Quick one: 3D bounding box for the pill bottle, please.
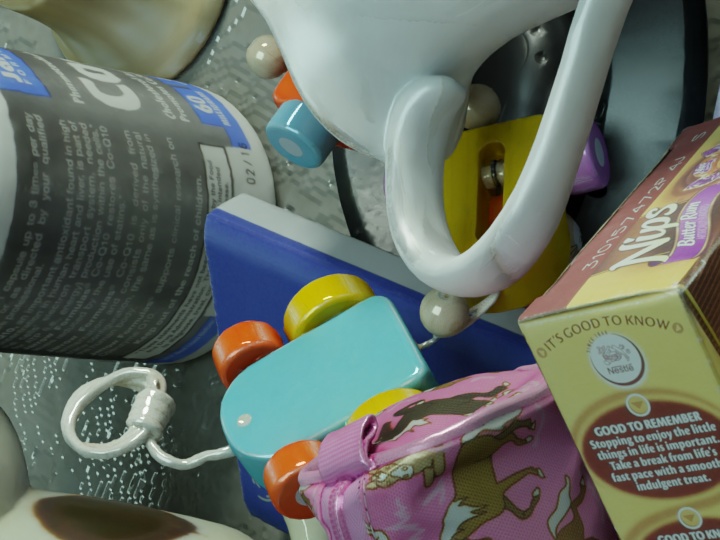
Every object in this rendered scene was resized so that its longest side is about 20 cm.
[{"bbox_3d":[-0.136,-0.026,0.947,0.114,0.200,0.114,-5,82,39],"label":"pill bottle"}]

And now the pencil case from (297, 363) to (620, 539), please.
[{"bbox_3d":[0.051,0.123,0.706,0.083,0.087,0.200,-19,95,12],"label":"pencil case"}]

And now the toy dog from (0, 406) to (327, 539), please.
[{"bbox_3d":[-0.124,0.116,0.902,0.200,0.140,0.194,37,117,0],"label":"toy dog"}]

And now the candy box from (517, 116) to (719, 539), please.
[{"bbox_3d":[0.127,0.066,0.712,0.056,0.117,0.200,-14,111,38],"label":"candy box"}]

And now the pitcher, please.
[{"bbox_3d":[0.054,-0.106,0.736,0.200,0.121,0.172,-48,51,33],"label":"pitcher"}]

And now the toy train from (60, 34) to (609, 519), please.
[{"bbox_3d":[0.000,0.000,0.818,0.150,0.056,0.200,11,57,36],"label":"toy train"}]

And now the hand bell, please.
[{"bbox_3d":[-0.154,-0.132,0.975,0.104,0.200,0.104,-6,81,40],"label":"hand bell"}]

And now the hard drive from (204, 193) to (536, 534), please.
[{"bbox_3d":[0.030,0.062,0.873,0.200,0.025,0.132,23,132,39],"label":"hard drive"}]

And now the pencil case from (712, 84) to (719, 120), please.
[{"bbox_3d":[0.155,-0.092,0.774,0.083,0.091,0.200,12,101,6],"label":"pencil case"}]

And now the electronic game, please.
[{"bbox_3d":[0.050,-0.062,0.879,0.200,0.042,0.200,-8,81,57],"label":"electronic game"}]
